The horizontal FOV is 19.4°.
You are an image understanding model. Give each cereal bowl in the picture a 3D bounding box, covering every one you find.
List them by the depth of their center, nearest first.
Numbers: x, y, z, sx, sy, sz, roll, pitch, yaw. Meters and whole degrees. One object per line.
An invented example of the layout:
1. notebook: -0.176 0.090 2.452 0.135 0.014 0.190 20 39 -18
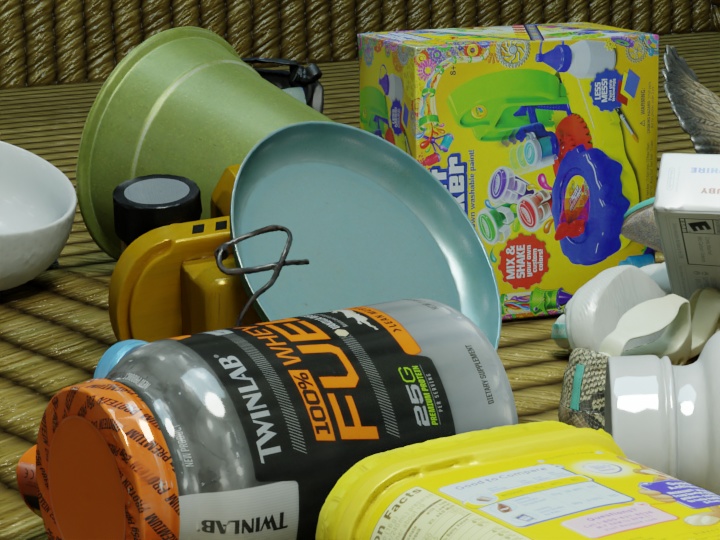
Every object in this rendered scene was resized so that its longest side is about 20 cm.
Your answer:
1. cereal bowl: -0.323 -0.035 1.632 0.199 0.084 0.200 11 22 -5

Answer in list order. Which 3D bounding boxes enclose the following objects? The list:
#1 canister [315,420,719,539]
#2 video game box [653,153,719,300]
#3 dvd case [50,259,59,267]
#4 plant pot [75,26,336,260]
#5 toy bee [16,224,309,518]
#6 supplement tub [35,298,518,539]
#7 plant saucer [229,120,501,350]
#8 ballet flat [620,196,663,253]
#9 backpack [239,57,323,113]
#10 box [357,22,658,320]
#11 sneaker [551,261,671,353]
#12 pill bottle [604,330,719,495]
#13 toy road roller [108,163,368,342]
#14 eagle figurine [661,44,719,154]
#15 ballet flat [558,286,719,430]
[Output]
1. canister: 0.094 0.128 0.813 0.148 0.087 0.200 -8 14 -30
2. video game box: 0.277 0.001 1.254 0.181 0.047 0.200 5 -29 18
3. dvd case: -0.369 -0.005 1.718 0.148 0.016 0.199 11 16 43
4. plant pot: -0.088 -0.071 1.656 0.189 0.201 0.200 23 23 36
5. toy bee: -0.081 0.083 1.078 0.200 0.109 0.131 -33 32 -20
6. supplement tub: -0.037 0.084 0.953 0.199 0.123 0.122 -9 14 -36
7. plant saucer: 0.000 0.000 1.298 0.200 0.201 0.027 -11 -22 -43
8. ballet flat: 0.265 -0.026 1.343 0.199 0.068 0.068 -11 -20 -15
9. backpack: -0.149 -0.144 2.128 0.166 0.127 0.200 -7 5 42
10. box: 0.106 -0.074 1.545 0.192 0.201 0.122 -6 13 -19
11. sneaker: 0.158 0.036 1.362 0.088 0.076 0.200 -10 0 26
12. pill bottle: 0.214 0.080 0.978 0.199 0.112 0.111 -1 11 4
13. toy road roller: -0.062 0.013 1.348 0.199 0.123 0.146 -9 26 -20
14. eagle figurine: 0.283 -0.058 1.445 0.150 0.201 0.152 6 13 31
15. ballet flat: 0.188 0.049 1.230 0.068 0.076 0.200 13 17 42
